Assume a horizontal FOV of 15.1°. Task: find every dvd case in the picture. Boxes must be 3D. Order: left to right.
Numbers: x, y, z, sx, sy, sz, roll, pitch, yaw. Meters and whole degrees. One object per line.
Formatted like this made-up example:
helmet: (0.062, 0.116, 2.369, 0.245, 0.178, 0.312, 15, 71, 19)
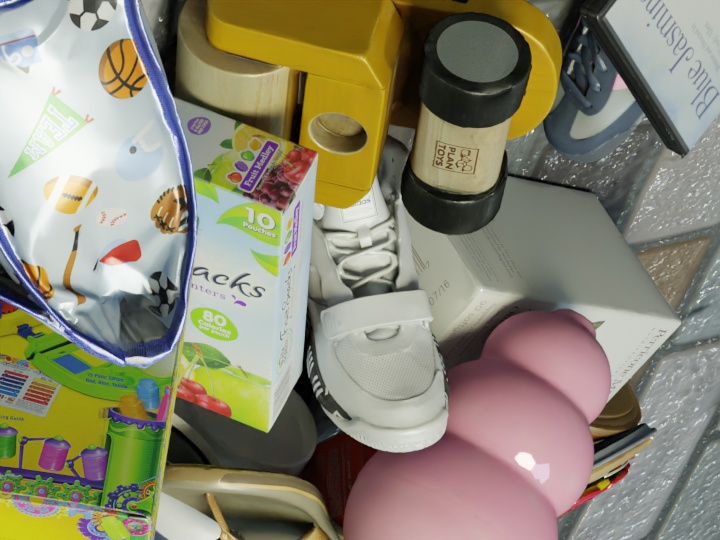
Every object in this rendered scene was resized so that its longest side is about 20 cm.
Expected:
dvd case: (0.209, -0.177, 1.503, 0.200, 0.018, 0.143, -51, 140, -9)

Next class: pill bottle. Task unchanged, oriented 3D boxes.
pill bottle: (-0.111, 0.153, 1.698, 0.119, 0.120, 0.200, 0, 136, -41)

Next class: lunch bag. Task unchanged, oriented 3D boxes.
lunch bag: (-0.148, -0.068, 1.251, 0.124, 0.170, 0.200, -24, 121, -7)

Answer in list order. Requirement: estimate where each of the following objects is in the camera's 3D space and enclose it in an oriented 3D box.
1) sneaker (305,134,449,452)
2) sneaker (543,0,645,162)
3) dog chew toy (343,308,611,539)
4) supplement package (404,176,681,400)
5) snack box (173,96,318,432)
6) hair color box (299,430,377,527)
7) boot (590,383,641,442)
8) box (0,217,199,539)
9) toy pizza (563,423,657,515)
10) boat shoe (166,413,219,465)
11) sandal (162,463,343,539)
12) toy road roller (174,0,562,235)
sneaker: (0.000, 0.000, 1.515, 0.075, 0.200, 0.115, -11, 139, -10)
sneaker: (0.144, -0.148, 1.551, 0.082, 0.070, 0.200, -4, 131, -46)
dog chew toy: (0.076, 0.109, 1.554, 0.200, 0.124, 0.125, -57, 154, -19)
supplement package: (0.078, 0.019, 1.677, 0.200, 0.117, 0.117, 8, 130, -47)
snack box: (-0.100, -0.009, 1.467, 0.200, 0.142, 0.053, 97, 17, -52)
hair color box: (0.012, 0.140, 1.700, 0.101, 0.061, 0.200, 2, 167, -19)
boot: (0.089, 0.130, 1.886, 0.200, 0.077, 0.155, -11, 150, -44)
box: (-0.194, 0.066, 1.367, 0.199, 0.193, 0.122, 8, 141, -2)
toy pizza: (0.123, 0.164, 1.914, 0.200, 0.032, 0.200, -27, 177, -1)
boat shoe: (-0.161, 0.086, 1.542, 0.200, 0.073, 0.062, 39, 69, -40)
sandal: (-0.055, 0.158, 1.576, 0.080, 0.054, 0.200, -2, 154, 21)
toy road roller: (0.008, -0.120, 1.453, 0.199, 0.146, 0.123, 12, 142, 2)
